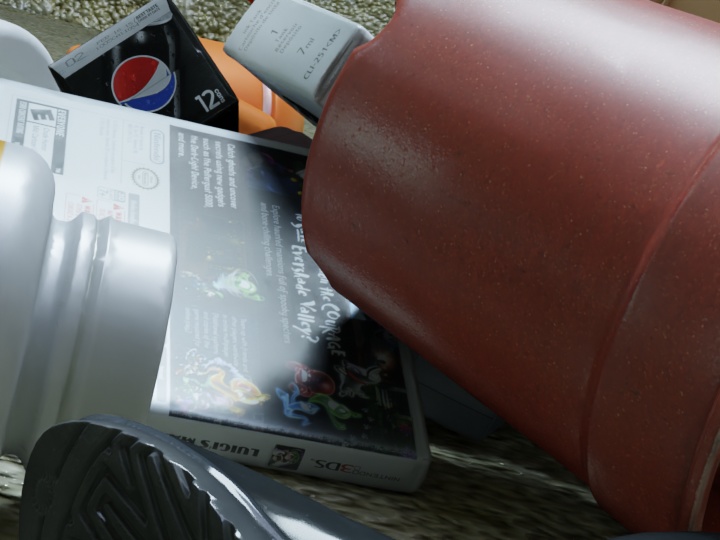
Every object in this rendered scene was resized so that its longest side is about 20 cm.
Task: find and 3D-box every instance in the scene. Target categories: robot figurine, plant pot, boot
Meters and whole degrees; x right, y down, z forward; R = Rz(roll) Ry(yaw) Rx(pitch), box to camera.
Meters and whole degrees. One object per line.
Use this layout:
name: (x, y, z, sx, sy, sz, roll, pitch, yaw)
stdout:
robot figurine: (-0.127, -0.119, 1.258, 0.200, 0.117, 0.144, 9, -34, -31)
plant pot: (0.096, -0.015, 0.604, 0.195, 0.201, 0.201, 31, 16, 30)
boot: (0.035, 0.084, 0.429, 0.165, 0.066, 0.200, 31, 20, 35)

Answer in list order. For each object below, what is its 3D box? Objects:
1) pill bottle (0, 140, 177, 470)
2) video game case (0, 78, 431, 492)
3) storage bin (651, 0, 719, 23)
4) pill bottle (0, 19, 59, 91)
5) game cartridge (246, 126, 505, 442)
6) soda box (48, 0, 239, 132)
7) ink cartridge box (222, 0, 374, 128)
pill bottle: (-0.158, 0.006, 0.474, 0.199, 0.110, 0.109, 13, 9, -12)
video game case: (-0.070, 0.000, 0.670, 0.181, 0.023, 0.200, 12, 35, -15)
storage bin: (0.185, -0.012, 0.712, 0.200, 0.199, 0.094, 35, 9, 22)
pill bottle: (-0.280, -0.109, 0.963, 0.200, 0.114, 0.114, 21, 11, 34)
game cartridge: (0.000, 0.000, 0.780, 0.200, 0.041, 0.133, 34, 29, 15)
soda box: (-0.106, -0.074, 0.852, 0.063, 0.071, 0.200, 56, -7, 3)
ink cartridge box: (0.010, -0.071, 0.832, 0.200, 0.044, 0.174, 36, -2, -37)
